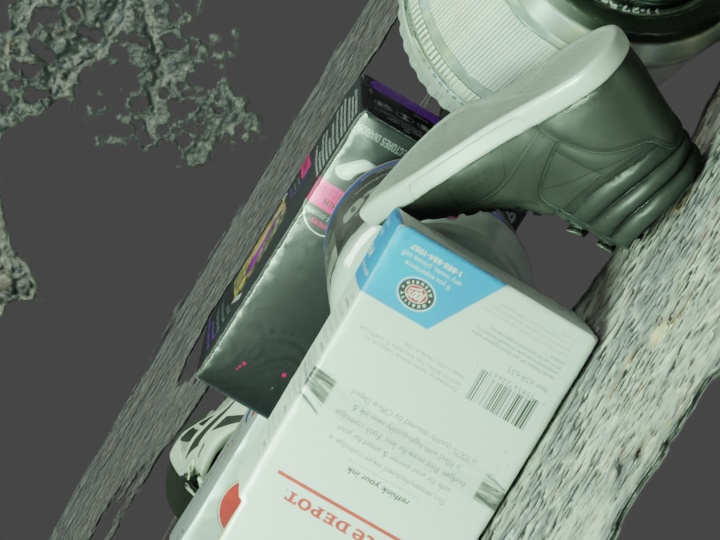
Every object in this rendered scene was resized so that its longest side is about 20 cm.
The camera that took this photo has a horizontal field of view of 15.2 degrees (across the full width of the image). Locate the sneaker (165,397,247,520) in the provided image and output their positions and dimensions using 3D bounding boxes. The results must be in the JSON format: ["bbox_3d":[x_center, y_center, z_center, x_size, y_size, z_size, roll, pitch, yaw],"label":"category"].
[{"bbox_3d":[-0.105,0.150,2.030,0.200,0.074,0.089,-52,9,47],"label":"sneaker"}]

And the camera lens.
[{"bbox_3d":[0.116,-0.165,1.460,0.160,0.160,0.200,-63,8,-20],"label":"camera lens"}]

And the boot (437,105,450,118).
[{"bbox_3d":[0.072,-0.110,1.800,0.165,0.065,0.200,92,-160,-47],"label":"boot"}]

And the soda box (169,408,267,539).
[{"bbox_3d":[-0.053,0.125,1.812,0.200,0.068,0.064,-58,8,12],"label":"soda box"}]

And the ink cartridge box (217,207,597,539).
[{"bbox_3d":[0.016,0.085,1.346,0.200,0.116,0.067,-59,8,6],"label":"ink cartridge box"}]

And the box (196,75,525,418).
[{"bbox_3d":[0.000,0.000,1.678,0.200,0.122,0.106,-58,9,15],"label":"box"}]

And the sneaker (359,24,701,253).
[{"bbox_3d":[0.086,-0.040,1.357,0.200,0.099,0.071,-28,20,44],"label":"sneaker"}]

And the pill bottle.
[{"bbox_3d":[0.038,0.007,1.501,0.114,0.114,0.200,-59,8,9],"label":"pill bottle"}]
